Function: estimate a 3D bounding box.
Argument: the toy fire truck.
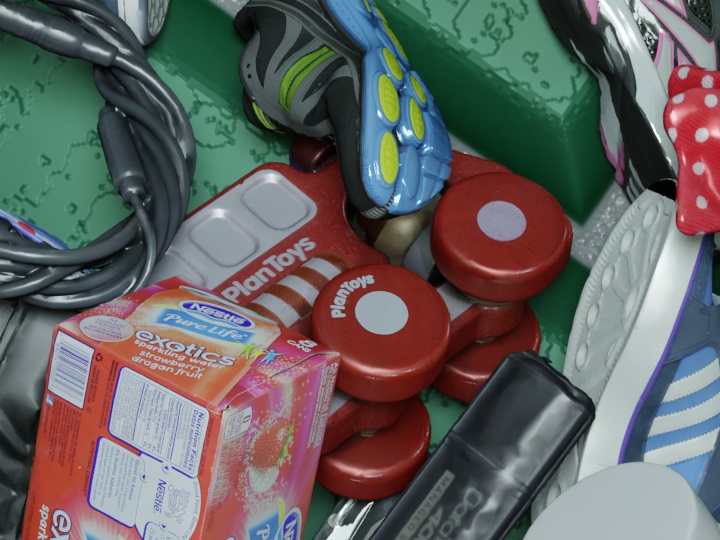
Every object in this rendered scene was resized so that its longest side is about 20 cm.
[{"bbox_3d":[0.000,0.000,1.117,0.168,0.112,0.200,40,60,22],"label":"toy fire truck"}]

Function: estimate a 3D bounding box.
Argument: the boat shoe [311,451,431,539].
[{"bbox_3d":[-0.029,0.167,1.132,0.068,0.074,0.200,41,94,11],"label":"boat shoe"}]

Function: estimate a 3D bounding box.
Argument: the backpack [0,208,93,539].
[{"bbox_3d":[-0.206,0.059,1.103,0.199,0.154,0.191,35,94,-5],"label":"backpack"}]

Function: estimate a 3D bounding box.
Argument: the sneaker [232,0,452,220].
[{"bbox_3d":[-0.014,-0.084,1.114,0.083,0.200,0.071,-37,131,11],"label":"sneaker"}]

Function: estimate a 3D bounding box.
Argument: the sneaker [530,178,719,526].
[{"bbox_3d":[0.178,0.066,1.119,0.145,0.081,0.201,15,98,-17],"label":"sneaker"}]

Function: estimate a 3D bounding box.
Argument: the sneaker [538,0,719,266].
[{"bbox_3d":[0.163,-0.103,1.147,0.086,0.080,0.201,-24,92,-11],"label":"sneaker"}]

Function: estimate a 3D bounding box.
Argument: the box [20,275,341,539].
[{"bbox_3d":[-0.089,0.118,1.038,0.099,0.095,0.201,24,116,27],"label":"box"}]

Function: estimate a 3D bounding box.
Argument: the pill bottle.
[{"bbox_3d":[0.160,0.190,1.058,0.113,0.113,0.200,-38,119,-2],"label":"pill bottle"}]

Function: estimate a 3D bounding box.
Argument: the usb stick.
[{"bbox_3d":[0.037,0.127,1.076,0.055,0.033,0.200,36,89,22],"label":"usb stick"}]

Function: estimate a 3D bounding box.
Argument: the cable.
[{"bbox_3d":[-0.156,-0.066,1.072,0.163,0.051,0.201,-22,72,-44],"label":"cable"}]

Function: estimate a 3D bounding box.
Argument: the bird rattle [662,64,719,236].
[{"bbox_3d":[0.232,-0.082,1.012,0.199,0.112,0.164,17,99,36],"label":"bird rattle"}]

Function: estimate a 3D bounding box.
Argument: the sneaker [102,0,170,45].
[{"bbox_3d":[-0.174,-0.210,1.161,0.145,0.077,0.204,-7,94,9],"label":"sneaker"}]
